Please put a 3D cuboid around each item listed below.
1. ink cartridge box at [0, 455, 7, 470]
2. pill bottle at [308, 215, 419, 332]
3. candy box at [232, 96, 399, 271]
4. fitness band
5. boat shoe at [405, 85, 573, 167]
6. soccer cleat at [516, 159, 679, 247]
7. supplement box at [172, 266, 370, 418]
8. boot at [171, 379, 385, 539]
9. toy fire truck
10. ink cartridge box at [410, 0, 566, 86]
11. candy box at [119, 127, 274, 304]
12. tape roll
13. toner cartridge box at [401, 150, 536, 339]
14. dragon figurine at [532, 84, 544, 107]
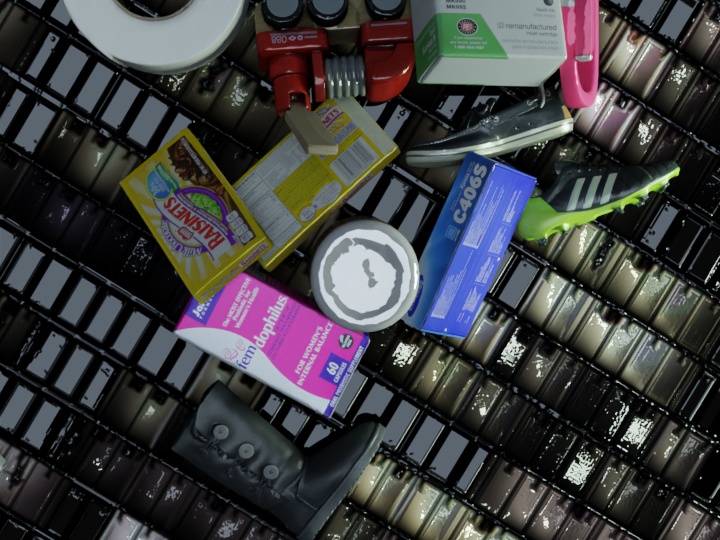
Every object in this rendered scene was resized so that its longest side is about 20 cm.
[{"bbox_3d":[-0.504,0.183,1.586,0.095,0.037,0.200,-43,97,1],"label":"ink cartridge box"},{"bbox_3d":[0.000,0.000,1.518,0.115,0.200,0.118,0,94,-3],"label":"pill bottle"},{"bbox_3d":[-0.061,-0.103,1.571,0.200,0.026,0.102,-42,69,0],"label":"candy box"},{"bbox_3d":[0.243,-0.280,1.540,0.037,0.144,0.203,1,94,15],"label":"fitness band"},{"bbox_3d":[0.142,-0.160,1.581,0.198,0.075,0.063,-17,90,-7],"label":"boat shoe"},{"bbox_3d":[0.265,-0.097,1.596,0.198,0.068,0.082,-22,82,-1],"label":"soccer cleat"},{"bbox_3d":[-0.099,0.069,1.568,0.198,0.103,0.102,28,93,-3],"label":"supplement box"},{"bbox_3d":[-0.093,0.190,1.599,0.199,0.066,0.165,37,90,0],"label":"boot"},{"bbox_3d":[-0.023,-0.209,1.514,0.174,0.129,0.203,-4,78,-4],"label":"toy fire truck"},{"bbox_3d":[0.130,-0.306,1.492,0.144,0.084,0.202,-1,76,-15],"label":"ink cartridge box"},{"bbox_3d":[-0.182,-0.062,1.531,0.102,0.026,0.200,-40,54,2],"label":"candy box"},{"bbox_3d":[-0.219,-0.318,1.515,0.200,0.139,0.205,0,95,-3],"label":"tape roll"},{"bbox_3d":[0.119,-0.027,1.564,0.043,0.095,0.202,30,100,37],"label":"toner cartridge box"},{"bbox_3d":[0.154,-0.273,1.572,0.098,0.059,0.203,-6,85,-3],"label":"dragon figurine"}]
